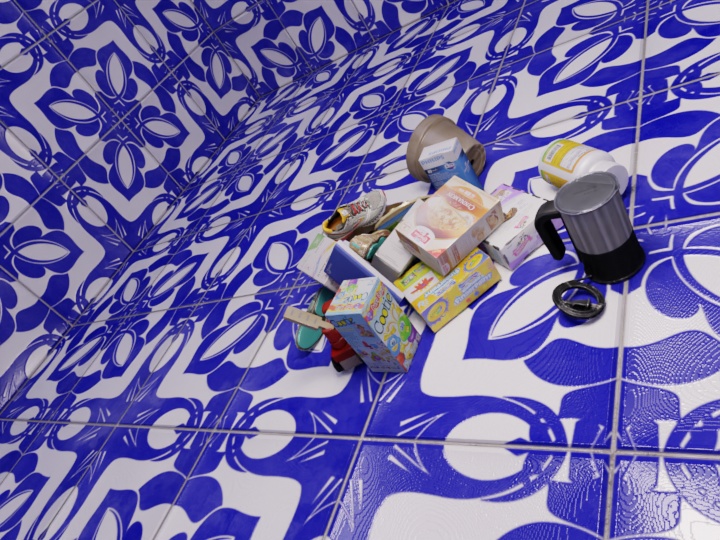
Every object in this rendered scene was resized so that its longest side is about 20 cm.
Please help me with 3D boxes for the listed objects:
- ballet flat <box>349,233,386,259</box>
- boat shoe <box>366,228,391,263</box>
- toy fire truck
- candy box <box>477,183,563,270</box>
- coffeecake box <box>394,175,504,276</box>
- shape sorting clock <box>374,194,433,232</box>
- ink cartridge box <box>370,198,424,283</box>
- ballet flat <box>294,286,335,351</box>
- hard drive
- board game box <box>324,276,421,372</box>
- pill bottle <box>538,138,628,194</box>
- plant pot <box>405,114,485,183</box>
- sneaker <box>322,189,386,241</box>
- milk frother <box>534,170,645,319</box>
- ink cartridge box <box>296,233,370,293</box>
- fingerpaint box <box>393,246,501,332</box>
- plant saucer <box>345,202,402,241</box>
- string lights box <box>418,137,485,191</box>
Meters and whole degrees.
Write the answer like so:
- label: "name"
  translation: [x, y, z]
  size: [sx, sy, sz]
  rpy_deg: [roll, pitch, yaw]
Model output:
- label: "ballet flat"
  translation: [0.018, -0.067, 1.403]
  size: [0.071, 0.065, 0.200]
  rpy_deg: [-62, -10, 8]
- label: "boat shoe"
  translation: [0.013, -0.027, 1.526]
  size: [0.200, 0.072, 0.068]
  rpy_deg: [-41, 37, 8]
- label: "toy fire truck"
  translation: [-0.074, 0.122, 1.351]
  size: [0.128, 0.200, 0.177]
  rpy_deg: [-26, 33, 18]
- label: "candy box"
  translation: [0.348, -0.109, 1.345]
  size: [0.167, 0.072, 0.200]
  rpy_deg: [-40, 30, -4]
- label: "coffeecake box"
  translation: [0.205, -0.106, 1.307]
  size: [0.200, 0.073, 0.153]
  rpy_deg: [-42, 47, -9]
- label: "shape sorting clock"
  translation: [0.128, -0.152, 1.549]
  size: [0.199, 0.200, 0.040]
  rpy_deg: [-29, 72, 15]
- label: "ink cartridge box"
  translation: [0.114, -0.063, 1.449]
  size: [0.200, 0.082, 0.147]
  rpy_deg: [-51, -9, -20]
- label: "ballet flat"
  translation: [-0.125, 0.135, 1.529]
  size: [0.074, 0.074, 0.201]
  rpy_deg: [-4, 47, 43]
- label: "hard drive"
  translation: [0.005, 0.029, 1.354]
  size: [0.025, 0.200, 0.132]
  rpy_deg: [-45, -8, -32]
- label: "board game box"
  translation: [0.032, 0.122, 1.242]
  size: [0.104, 0.200, 0.103]
  rpy_deg: [-7, 42, 40]
- label: "pill bottle"
  translation: [0.509, -0.226, 1.294]
  size: [0.111, 0.111, 0.200]
  rpy_deg: [-38, 31, 0]
- label: "plant pot"
  translation: [0.259, -0.333, 1.642]
  size: [0.200, 0.201, 0.173]
  rpy_deg: [-46, 48, -14]
- label: "sneaker"
  translation: [-0.016, -0.147, 1.507]
  size: [0.199, 0.082, 0.078]
  rpy_deg: [-36, 68, 13]
- label: "milk frother"
  translation: [0.425, -0.042, 1.064]
  size: [0.179, 0.189, 0.201]
  rpy_deg: [-20, 35, 28]
- label: "ink cartridge box"
  translation: [-0.073, -0.014, 1.491]
  size: [0.199, 0.067, 0.118]
  rpy_deg: [26, 83, 52]
- label: "fingerpaint box"
  translation: [0.199, 0.024, 1.322]
  size: [0.200, 0.073, 0.167]
  rpy_deg: [-40, 30, 0]
- label: "plant saucer"
  translation: [0.046, -0.127, 1.634]
  size: [0.199, 0.036, 0.200]
  rpy_deg: [-30, -8, -5]
- label: "string lights box"
  translation: [0.247, -0.242, 1.498]
  size: [0.102, 0.200, 0.059]
  rpy_deg: [-9, 41, 37]
